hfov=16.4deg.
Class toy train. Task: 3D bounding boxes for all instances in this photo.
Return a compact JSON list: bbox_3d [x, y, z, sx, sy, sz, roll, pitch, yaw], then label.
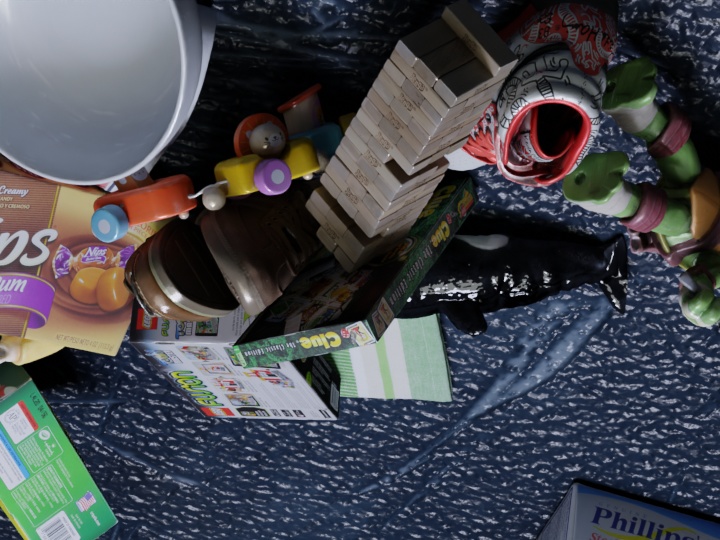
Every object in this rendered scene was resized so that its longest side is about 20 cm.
[{"bbox_3d":[-0.085,-0.075,1.631,0.150,0.200,0.056,-11,99,37],"label":"toy train"}]

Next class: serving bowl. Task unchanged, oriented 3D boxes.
[{"bbox_3d":[-0.176,-0.158,1.555,0.199,0.066,0.201,13,119,26],"label":"serving bowl"}]

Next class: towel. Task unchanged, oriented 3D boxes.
[{"bbox_3d":[-0.034,0.048,1.881,0.199,0.024,0.153,3,145,9],"label":"towel"}]

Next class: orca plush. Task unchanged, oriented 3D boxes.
[{"bbox_3d":[0.089,0.023,1.752,0.199,0.071,0.105,6,148,-5],"label":"orca plush"}]

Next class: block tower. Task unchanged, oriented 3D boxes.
[{"bbox_3d":[0.027,-0.081,1.557,0.054,0.058,0.200,49,141,14],"label":"block tower"}]

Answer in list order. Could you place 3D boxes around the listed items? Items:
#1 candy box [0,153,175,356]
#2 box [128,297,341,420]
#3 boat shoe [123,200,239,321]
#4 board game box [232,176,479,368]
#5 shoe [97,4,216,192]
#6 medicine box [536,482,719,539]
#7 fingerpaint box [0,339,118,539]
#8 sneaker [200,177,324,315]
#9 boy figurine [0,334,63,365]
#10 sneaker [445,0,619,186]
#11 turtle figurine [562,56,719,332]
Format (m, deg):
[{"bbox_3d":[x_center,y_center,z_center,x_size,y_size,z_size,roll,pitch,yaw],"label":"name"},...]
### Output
[{"bbox_3d":[-0.237,-0.018,1.713,0.199,0.056,0.117,14,106,-42],"label":"candy box"},{"bbox_3d":[-0.088,0.066,1.821,0.109,0.035,0.200,1,162,12],"label":"box"},{"bbox_3d":[-0.121,0.007,1.669,0.068,0.200,0.072,-30,91,13],"label":"boat shoe"},{"bbox_3d":[0.000,0.000,1.661,0.104,0.200,0.024,-15,111,31],"label":"board game box"},{"bbox_3d":[-0.165,-0.119,1.642,0.090,0.072,0.200,17,148,-15],"label":"shoe"},{"bbox_3d":[0.226,0.284,2.064,0.181,0.103,0.200,16,145,-6],"label":"medicine box"},{"bbox_3d":[-0.282,0.109,1.911,0.073,0.167,0.200,-35,140,-11],"label":"fingerpaint box"},{"bbox_3d":[-0.055,-0.030,1.640,0.075,0.200,0.071,-30,102,7],"label":"sneaker"},{"bbox_3d":[-0.247,0.008,1.813,0.199,0.125,0.064,4,165,-44],"label":"boy figurine"},{"bbox_3d":[0.091,-0.091,1.577,0.067,0.108,0.201,25,143,-19],"label":"sneaker"},{"bbox_3d":[0.234,-0.043,1.569,0.194,0.200,0.144,32,103,-36],"label":"turtle figurine"}]
